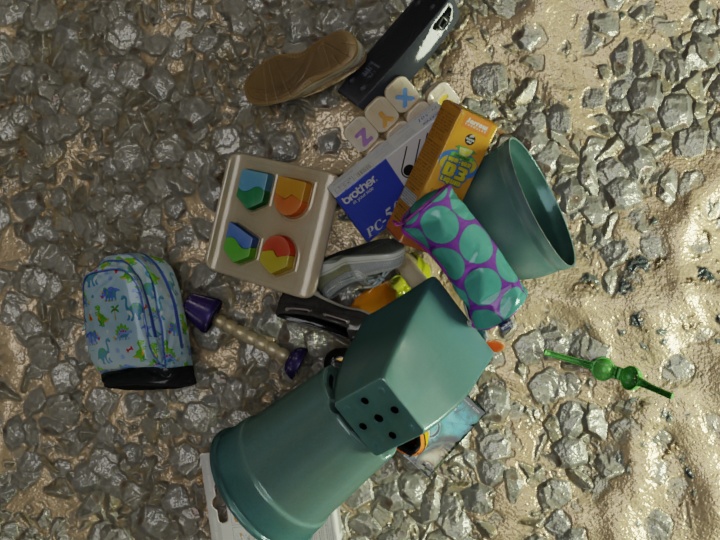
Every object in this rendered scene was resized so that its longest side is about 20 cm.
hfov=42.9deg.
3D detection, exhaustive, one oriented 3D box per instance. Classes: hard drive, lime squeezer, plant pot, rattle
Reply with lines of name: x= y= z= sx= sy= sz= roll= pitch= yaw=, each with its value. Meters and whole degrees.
hard drive: x=0.056 y=-0.316 z=1.330 sx=0.042 sy=0.135 sz=0.200 roll=39 pitch=96 yaw=-25
lime squeezer: x=0.371 y=0.155 z=1.355 sx=0.199 sy=0.070 sz=0.038 roll=19 pitch=112 yaw=32
plant pot: x=-0.067 y=0.245 z=1.250 sx=0.196 sy=0.200 sz=0.201 roll=-40 pitch=89 yaw=18
plant pot: x=0.201 y=-0.070 z=1.305 sx=0.133 sy=0.200 sz=0.202 roll=-26 pitch=90 yaw=23
rattle: x=0.090 y=0.079 z=1.324 sx=0.142 sy=0.130 sz=0.201 roll=-36 pitch=73 yaw=-7
plant pot: x=0.059 y=0.138 z=1.204 sx=0.141 sy=0.200 sz=0.142 roll=-33 pitch=101 yaw=34

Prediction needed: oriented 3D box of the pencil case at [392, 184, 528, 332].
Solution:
pencil case: x=0.136 y=-0.014 z=1.209 sx=0.092 sy=0.085 sz=0.201 roll=-37 pitch=100 yaw=0

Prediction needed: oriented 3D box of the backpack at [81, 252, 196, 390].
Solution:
backpack: x=-0.334 y=0.073 z=1.363 sx=0.162 sy=0.153 sz=0.202 roll=-5 pitch=77 yaw=33

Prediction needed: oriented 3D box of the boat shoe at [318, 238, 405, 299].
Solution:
boat shoe: x=-0.002 y=0.001 z=1.324 sx=0.074 sy=0.201 sz=0.065 roll=-28 pitch=99 yaw=-40

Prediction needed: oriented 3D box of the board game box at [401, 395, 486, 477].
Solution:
board game box: x=0.073 y=0.197 z=1.390 sx=0.200 sy=0.028 sz=0.135 roll=42 pitch=93 yaw=2

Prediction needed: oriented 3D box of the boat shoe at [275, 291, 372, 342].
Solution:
boat shoe: x=-0.034 y=0.080 z=1.360 sx=0.198 sy=0.067 sz=0.057 roll=23 pitch=66 yaw=18

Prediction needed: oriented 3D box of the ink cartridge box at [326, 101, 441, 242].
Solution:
ink cartridge box: x=0.059 y=-0.140 z=1.308 sx=0.199 sy=0.044 sz=0.094 roll=-38 pitch=124 yaw=1

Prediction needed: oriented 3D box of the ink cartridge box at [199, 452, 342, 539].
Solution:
ink cartridge box: x=-0.135 y=0.343 z=1.403 sx=0.198 sy=0.050 sz=0.163 roll=-7 pitch=91 yaw=9

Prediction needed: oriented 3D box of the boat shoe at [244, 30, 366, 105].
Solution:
boat shoe: x=-0.079 y=-0.291 z=1.365 sx=0.198 sy=0.069 sz=0.075 roll=-15 pitch=80 yaw=25

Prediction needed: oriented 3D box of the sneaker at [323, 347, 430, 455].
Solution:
sneaker: x=0.025 y=0.189 z=1.333 sx=0.200 sy=0.090 sz=0.070 roll=45 pitch=95 yaw=2

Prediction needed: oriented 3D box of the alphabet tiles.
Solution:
alphabet tiles: x=0.073 y=-0.178 z=1.329 sx=0.200 sy=0.015 sz=0.196 roll=-43 pitch=126 yaw=4

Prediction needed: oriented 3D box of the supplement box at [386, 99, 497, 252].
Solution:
supplement box: x=0.110 y=-0.128 z=1.263 sx=0.066 sy=0.069 sz=0.202 roll=18 pitch=103 yaw=-22

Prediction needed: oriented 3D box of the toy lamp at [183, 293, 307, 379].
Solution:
toy lamp: x=-0.178 y=0.096 z=1.392 sx=0.199 sy=0.058 sz=0.059 roll=30 pitch=93 yaw=0

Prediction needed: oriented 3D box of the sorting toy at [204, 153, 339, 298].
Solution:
sorting toy: x=-0.137 y=-0.071 z=1.360 sx=0.198 sy=0.036 sz=0.187 roll=15 pitch=93 yaw=28
